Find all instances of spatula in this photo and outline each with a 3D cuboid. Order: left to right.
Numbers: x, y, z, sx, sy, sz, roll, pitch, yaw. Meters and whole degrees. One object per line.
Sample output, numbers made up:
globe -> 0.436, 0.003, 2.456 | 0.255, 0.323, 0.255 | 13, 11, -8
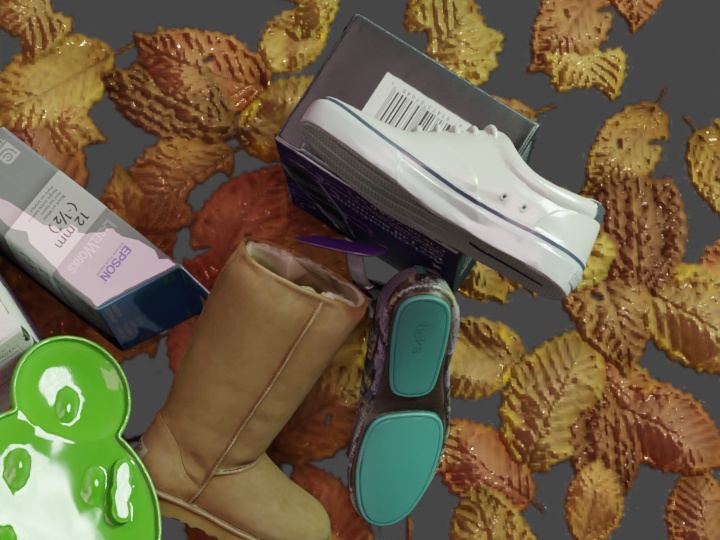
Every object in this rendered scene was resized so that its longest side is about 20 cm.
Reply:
spatula -> 0.000, 0.000, 1.234 | 0.056, 0.200, 0.021 | 12, 79, 14

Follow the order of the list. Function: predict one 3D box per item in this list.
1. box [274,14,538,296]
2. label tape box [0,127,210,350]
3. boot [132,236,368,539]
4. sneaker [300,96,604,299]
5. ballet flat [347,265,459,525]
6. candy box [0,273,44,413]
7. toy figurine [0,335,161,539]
box -> 0.032, -0.072, 1.248 | 0.147, 0.200, 0.105 | 32, 82, 8
label tape box -> -0.185, 0.000, 1.262 | 0.200, 0.143, 0.066 | 39, 79, 9
boot -> -0.052, 0.094, 1.206 | 0.174, 0.066, 0.201 | 21, 114, -28
sneaker -> 0.058, -0.059, 1.114 | 0.199, 0.073, 0.071 | 31, 74, -2
ballet flat -> 0.030, 0.083, 1.262 | 0.071, 0.072, 0.202 | 12, 119, 3
candy box -> -0.286, 0.012, 1.232 | 0.071, 0.200, 0.168 | -34, 78, -7
toy figurine -> -0.233, 0.165, 1.212 | 0.149, 0.184, 0.202 | 15, 63, -23
